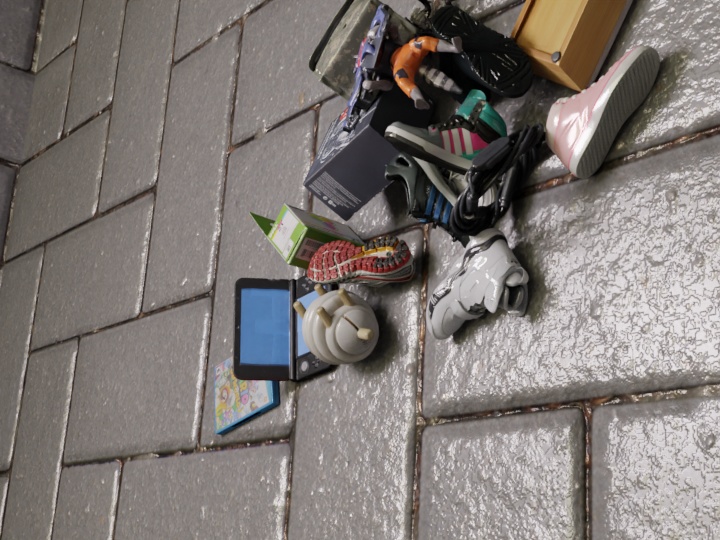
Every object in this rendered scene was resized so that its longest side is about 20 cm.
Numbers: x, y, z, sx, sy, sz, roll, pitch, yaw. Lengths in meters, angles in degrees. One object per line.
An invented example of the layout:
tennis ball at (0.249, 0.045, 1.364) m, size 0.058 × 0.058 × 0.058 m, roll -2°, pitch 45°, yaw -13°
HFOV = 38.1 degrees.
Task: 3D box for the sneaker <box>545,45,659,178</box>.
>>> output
sneaker at (0.328, -0.239, 1.461) m, size 0.105 × 0.075 × 0.201 m, roll 50°, pitch 120°, yaw 42°

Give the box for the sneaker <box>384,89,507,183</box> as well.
sneaker at (0.141, -0.218, 1.564) m, size 0.084 × 0.199 × 0.122 m, roll 11°, pitch 84°, yaw 69°

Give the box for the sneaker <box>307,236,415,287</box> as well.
sneaker at (0.000, 0.000, 1.746) m, size 0.198 × 0.082 × 0.078 m, roll -2°, pitch 57°, yaw 28°

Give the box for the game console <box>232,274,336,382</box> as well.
game console at (-0.137, 0.092, 1.897) m, size 0.172 × 0.118 × 0.202 m, roll -26°, pitch 57°, yaw 45°

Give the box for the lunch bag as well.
lunch bag at (-0.004, -0.375, 1.749) m, size 0.165 × 0.117 × 0.200 m, roll -56°, pitch 17°, yaw 9°

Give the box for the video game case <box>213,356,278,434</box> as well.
video game case at (-0.227, 0.225, 2.044) m, size 0.200 × 0.018 × 0.144 m, roll -32°, pitch 52°, yaw 41°

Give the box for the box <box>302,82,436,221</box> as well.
box at (0.017, -0.218, 1.767) m, size 0.182 × 0.104 × 0.201 m, roll -37°, pitch 22°, yaw 37°

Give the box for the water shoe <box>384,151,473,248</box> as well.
water shoe at (0.112, -0.096, 1.624) m, size 0.079 × 0.072 × 0.201 m, roll -34°, pitch 82°, yaw -6°

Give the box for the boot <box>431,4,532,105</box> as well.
boot at (0.191, -0.303, 1.614) m, size 0.076 × 0.168 × 0.200 m, roll -43°, pitch 66°, yaw -7°

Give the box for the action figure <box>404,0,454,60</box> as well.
action figure at (0.117, -0.449, 1.795) m, size 0.200 × 0.102 × 0.119 m, roll -46°, pitch 46°, yaw 27°

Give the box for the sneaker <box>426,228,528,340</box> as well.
sneaker at (0.175, 0.046, 1.548) m, size 0.201 × 0.075 × 0.115 m, roll -60°, pitch 43°, yaw 25°

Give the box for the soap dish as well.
soap dish at (0.309, -0.381, 1.536) m, size 0.157 × 0.081 × 0.201 m, roll 38°, pitch 108°, yaw 51°

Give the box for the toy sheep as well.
toy sheep at (-0.034, 0.095, 1.753) m, size 0.200 × 0.137 × 0.139 m, roll 16°, pitch 89°, yaw 65°

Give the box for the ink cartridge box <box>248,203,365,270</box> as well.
ink cartridge box at (-0.097, -0.072, 1.883) m, size 0.076 × 0.147 × 0.200 m, roll -61°, pitch 39°, yaw 16°

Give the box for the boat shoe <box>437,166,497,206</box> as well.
boat shoe at (0.155, -0.153, 1.656) m, size 0.072 × 0.068 × 0.201 m, roll -47°, pitch 44°, yaw 30°

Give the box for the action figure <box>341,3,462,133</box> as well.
action figure at (0.053, -0.289, 1.586) m, size 0.193 × 0.104 × 0.201 m, roll 29°, pitch 101°, yaw 47°

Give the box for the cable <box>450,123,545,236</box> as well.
cable at (0.209, -0.131, 1.519) m, size 0.051 × 0.200 × 0.164 m, roll 34°, pitch 148°, yaw 25°
